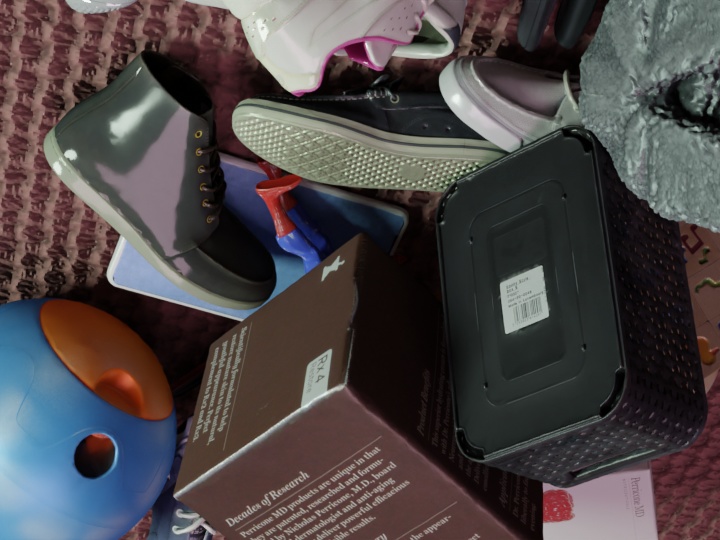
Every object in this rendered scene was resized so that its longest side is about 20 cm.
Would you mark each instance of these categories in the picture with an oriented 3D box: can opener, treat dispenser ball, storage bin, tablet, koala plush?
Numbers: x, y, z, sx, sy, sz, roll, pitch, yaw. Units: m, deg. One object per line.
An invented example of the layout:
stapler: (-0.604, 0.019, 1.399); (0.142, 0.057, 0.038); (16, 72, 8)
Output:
can opener: (0.136, -0.201, 1.046); (0.063, 0.079, 0.200); (5, 150, -15)
treat dispenser ball: (-0.241, 0.122, 1.309); (0.199, 0.202, 0.202); (-1, 140, 0)
storage bin: (0.133, 0.025, 1.108); (0.135, 0.201, 0.093); (-25, 147, 37)
tablet: (-0.076, -0.018, 1.269); (0.199, 0.014, 0.131); (16, 118, -19)
koala plush: (0.258, -0.116, 1.050); (0.199, 0.179, 0.183); (-11, -167, -35)

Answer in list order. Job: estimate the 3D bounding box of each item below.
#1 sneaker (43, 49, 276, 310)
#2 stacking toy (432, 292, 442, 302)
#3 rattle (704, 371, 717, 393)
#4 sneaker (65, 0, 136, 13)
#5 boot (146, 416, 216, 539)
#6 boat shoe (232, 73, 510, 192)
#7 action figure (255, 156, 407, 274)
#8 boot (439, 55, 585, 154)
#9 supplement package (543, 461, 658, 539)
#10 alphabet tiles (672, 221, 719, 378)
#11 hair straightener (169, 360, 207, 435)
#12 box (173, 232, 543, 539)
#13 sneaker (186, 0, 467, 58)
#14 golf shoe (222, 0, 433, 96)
sneaker: (-0.111, -0.057, 1.178); (0.106, 0.075, 0.200); (-38, 120, 25)
stacking toy: (0.012, 0.090, 1.374); (0.109, 0.116, 0.200); (22, 121, -32)
rattle: (0.240, 0.048, 1.348); (0.199, 0.131, 0.143); (-33, 165, -11)
sneaker: (-0.110, -0.233, 0.986); (0.199, 0.075, 0.115); (-22, 130, 15)
boot: (-0.120, 0.172, 1.354); (0.072, 0.091, 0.200); (9, 161, -20)
boat shoe: (0.012, -0.097, 1.163); (0.198, 0.063, 0.075); (6, 154, -6)
action figure: (0.000, 0.000, 1.245); (0.098, 0.065, 0.201); (-13, 124, 9)
boot: (0.155, -0.120, 1.139); (0.199, 0.074, 0.096); (15, 137, -32)
supplement package: (0.141, 0.161, 1.427); (0.198, 0.120, 0.122); (-8, 139, 8)
alphabet tiles: (0.194, 0.010, 1.218); (0.199, 0.168, 0.008); (-31, 175, -6)
hair straightener: (-0.078, 0.088, 1.379); (0.199, 0.077, 0.041); (-33, 169, 24)
box: (0.006, 0.122, 1.190); (0.164, 0.166, 0.200); (-36, 115, 28)
sneaker: (-0.029, -0.174, 1.063); (0.198, 0.071, 0.073); (4, 140, -3)
golf shoe: (0.018, -0.172, 1.013); (0.199, 0.075, 0.092); (-26, 96, -12)
